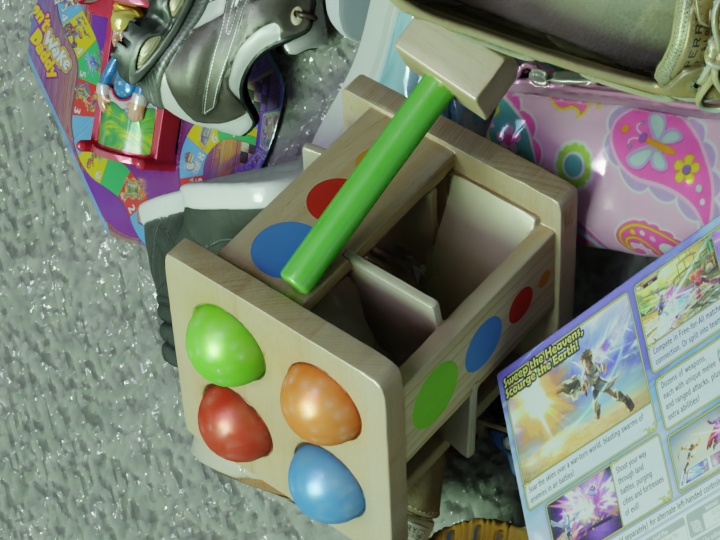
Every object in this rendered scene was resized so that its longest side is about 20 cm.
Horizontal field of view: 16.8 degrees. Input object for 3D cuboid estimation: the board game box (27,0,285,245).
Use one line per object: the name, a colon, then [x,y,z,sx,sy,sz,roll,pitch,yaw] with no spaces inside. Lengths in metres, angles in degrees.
board game box: [-0.129,-0.113,1.332,0.158,0.039,0.201,-39,67,34]

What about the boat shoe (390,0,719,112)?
boat shoe: [0.108,-0.104,0.987,0.199,0.063,0.074,19,125,3]

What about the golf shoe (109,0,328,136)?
golf shoe: [-0.042,-0.162,1.250,0.094,0.078,0.201,33,104,1]

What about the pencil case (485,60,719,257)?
pencil case: [0.145,-0.048,1.079,0.199,0.087,0.088,11,99,39]

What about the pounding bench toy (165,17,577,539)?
pounding bench toy: [0.000,0.000,1.064,0.124,0.156,0.201,30,146,26]

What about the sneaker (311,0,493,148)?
sneaker: [0.043,-0.092,1.174,0.082,0.074,0.201,44,130,28]

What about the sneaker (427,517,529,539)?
sneaker: [0.115,0.151,1.113,0.199,0.088,0.076,-5,57,47]

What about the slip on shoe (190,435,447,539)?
slip on shoe: [-0.020,0.089,1.212,0.200,0.076,0.061,11,76,64]

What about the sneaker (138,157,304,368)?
sneaker: [-0.057,0.001,1.216,0.200,0.070,0.100,165,94,-70]

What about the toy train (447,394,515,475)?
toy train: [0.038,0.068,1.206,0.199,0.034,0.046,13,103,39]

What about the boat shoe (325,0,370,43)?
boat shoe: [0.020,-0.214,1.193,0.066,0.069,0.201,37,117,49]

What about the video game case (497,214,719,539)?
video game case: [0.145,0.083,0.979,0.200,0.045,0.183,-39,52,43]
